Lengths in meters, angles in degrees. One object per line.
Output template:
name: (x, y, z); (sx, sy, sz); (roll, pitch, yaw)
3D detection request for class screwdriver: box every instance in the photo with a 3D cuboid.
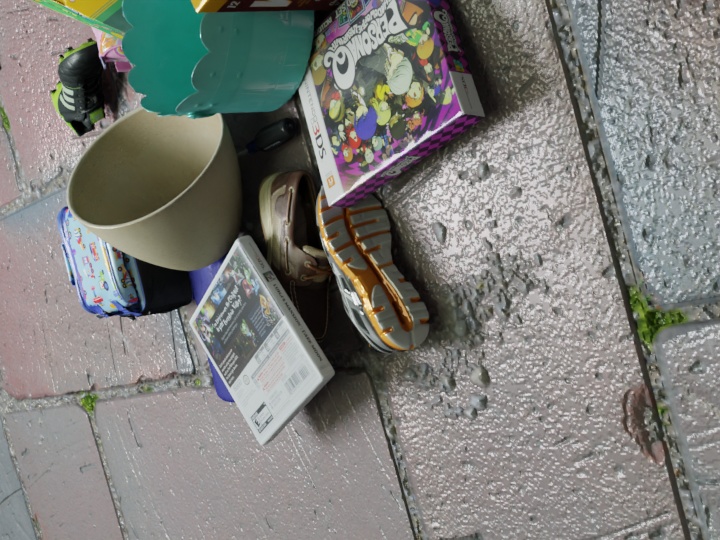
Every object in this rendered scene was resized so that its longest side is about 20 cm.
screwdriver: (-0.142, -0.139, 1.069); (0.199, 0.029, 0.028); (-18, 90, 44)

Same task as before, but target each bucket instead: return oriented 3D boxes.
bucket: (-0.151, -0.259, 0.942); (0.206, 0.134, 0.209); (4, 95, 53)

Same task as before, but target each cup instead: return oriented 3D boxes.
cup: (-0.215, -0.082, 1.050); (0.199, 0.201, 0.144); (19, 153, 38)

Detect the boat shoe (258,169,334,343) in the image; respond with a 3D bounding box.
boat shoe: (-0.061, -0.013, 1.004); (0.072, 0.072, 0.202); (-6, 92, 45)

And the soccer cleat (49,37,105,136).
soccer cleat: (-0.369, -0.244, 1.211); (0.081, 0.067, 0.200); (57, 153, -3)

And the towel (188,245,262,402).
towel: (-0.149, 0.067, 1.128); (0.147, 0.049, 0.202); (-1, 102, 50)

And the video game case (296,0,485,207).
video game case: (0.017, -0.184, 0.879); (0.200, 0.036, 0.183); (-29, 70, 44)

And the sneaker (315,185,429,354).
sneaker: (0.000, 0.000, 0.950); (0.201, 0.078, 0.077); (68, 154, 13)

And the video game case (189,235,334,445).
video game case: (-0.119, 0.085, 1.032); (0.182, 0.023, 0.200); (57, 142, 14)

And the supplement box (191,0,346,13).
supplement box: (-0.081, -0.359, 0.827); (0.133, 0.199, 0.198); (-33, 79, 43)

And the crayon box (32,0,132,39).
crayon box: (-0.324, -0.357, 1.055); (0.199, 0.058, 0.120); (23, 88, -1)

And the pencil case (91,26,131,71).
pencil case: (-0.316, -0.356, 1.128); (0.087, 0.087, 0.201); (-19, 90, 44)

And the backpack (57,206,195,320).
backpack: (-0.326, -0.023, 1.204); (0.199, 0.134, 0.184); (-6, 97, 46)
